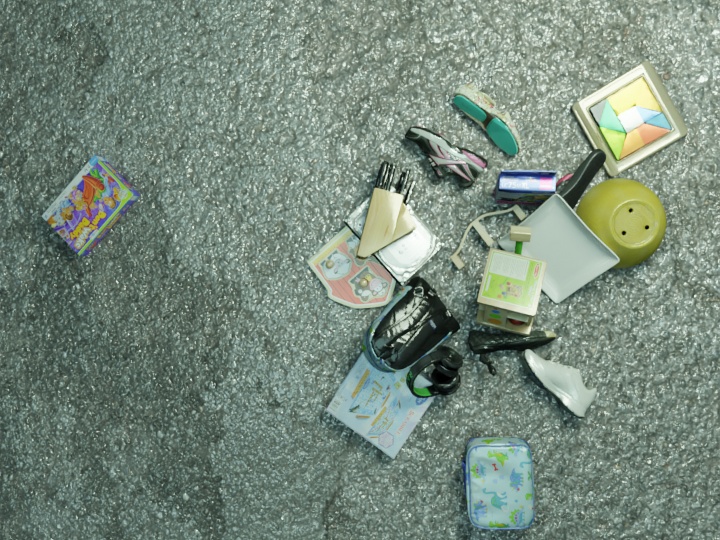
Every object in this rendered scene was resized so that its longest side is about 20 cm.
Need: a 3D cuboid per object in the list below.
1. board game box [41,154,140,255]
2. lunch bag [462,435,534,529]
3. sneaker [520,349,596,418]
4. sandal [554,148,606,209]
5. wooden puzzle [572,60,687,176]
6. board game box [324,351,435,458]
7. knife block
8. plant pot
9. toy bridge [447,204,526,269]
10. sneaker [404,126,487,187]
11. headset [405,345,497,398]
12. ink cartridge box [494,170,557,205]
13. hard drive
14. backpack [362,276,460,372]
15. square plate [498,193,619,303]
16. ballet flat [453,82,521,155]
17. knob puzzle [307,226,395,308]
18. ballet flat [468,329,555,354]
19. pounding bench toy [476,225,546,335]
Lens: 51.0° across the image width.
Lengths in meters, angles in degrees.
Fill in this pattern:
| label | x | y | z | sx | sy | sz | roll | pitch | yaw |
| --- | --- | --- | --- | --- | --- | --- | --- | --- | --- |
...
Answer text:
| label | x | y | z | sx | sy | sz | roll | pitch | yaw |
| --- | --- | --- | --- | --- | --- | --- | --- | --- | --- |
| board game box | -0.646 | -0.155 | 1.810 | 0.134 | 0.045 | 0.200 | 44 | 97 | 2 |
| lunch bag | 0.314 | 0.482 | 1.723 | 0.158 | 0.082 | 0.203 | -3 | 93 | 5 |
| sneaker | 0.446 | 0.243 | 1.709 | 0.200 | 0.074 | 0.087 | 41 | 85 | -4 |
| sandal | 0.467 | -0.188 | 1.678 | 0.045 | 0.075 | 0.201 | 43 | 102 | 37 |
| wooden puzzle | 0.596 | -0.335 | 1.666 | 0.198 | 0.037 | 0.187 | -30 | 89 | 7 |
| board game box | 0.052 | 0.298 | 1.761 | 0.198 | 0.041 | 0.201 | 35 | 96 | 3 |
| knife block | 0.042 | -0.143 | 1.677 | 0.198 | 0.064 | 0.177 | -30 | 87 | -5 |
| plant pot | 0.573 | -0.102 | 1.629 | 0.197 | 0.142 | 0.203 | 0 | 93 | 6 |
| toy bridge | 0.278 | -0.086 | 1.713 | 0.199 | 0.027 | 0.067 | -39 | 88 | 12 |
| sneaker | 0.182 | -0.253 | 1.699 | 0.199 | 0.080 | 0.087 | 31 | 107 | 9 |
| headset | 0.200 | 0.229 | 1.673 | 0.198 | 0.094 | 0.125 | -18 | 135 | -18 |
| ink cartridge box | 0.352 | -0.176 | 1.619 | 0.117 | 0.200 | 0.043 | 3 | 83 | 7 |
| hard drive | 0.077 | -0.085 | 1.724 | 0.139 | 0.038 | 0.200 | -41 | 88 | -6 |
| backpack | 0.096 | 0.141 | 1.689 | 0.164 | 0.153 | 0.200 | 49 | 58 | -9 |
| square plate | 0.433 | -0.047 | 1.656 | 0.198 | 0.028 | 0.200 | 46 | 135 | 0 |
| ballet flat | 0.295 | -0.346 | 1.687 | 0.200 | 0.076 | 0.064 | 43 | 63 | -3 |
| knob puzzle | 0.000 | 0.000 | 1.755 | 0.216 | 0.030 | 0.223 | 0 | 93 | 6 |
| ballet flat | 0.344 | 0.151 | 1.712 | 0.197 | 0.067 | 0.058 | -5 | 60 | 3 |
| pounding bench toy | 0.337 | 0.019 | 1.663 | 0.123 | 0.156 | 0.202 | 13 | 70 | 12 |
